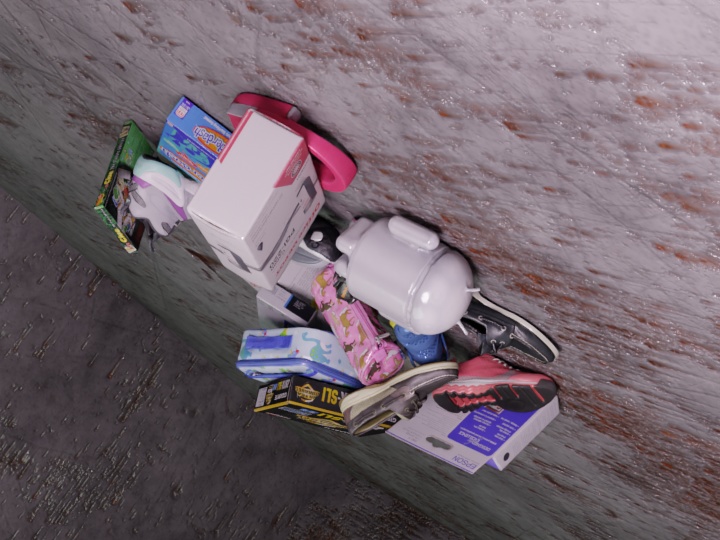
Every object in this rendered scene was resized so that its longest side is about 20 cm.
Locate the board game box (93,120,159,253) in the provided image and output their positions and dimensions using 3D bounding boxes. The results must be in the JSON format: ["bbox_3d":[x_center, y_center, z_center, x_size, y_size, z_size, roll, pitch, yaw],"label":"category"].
[{"bbox_3d":[-0.365,-0.135,1.821,0.023,0.202,0.105,-15,132,22],"label":"board game box"}]

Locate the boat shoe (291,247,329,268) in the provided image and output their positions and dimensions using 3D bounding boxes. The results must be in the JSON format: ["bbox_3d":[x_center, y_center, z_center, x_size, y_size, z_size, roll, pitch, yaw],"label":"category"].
[{"bbox_3d":[-0.095,-0.054,1.736,0.199,0.074,0.066,31,-174,42],"label":"boat shoe"}]

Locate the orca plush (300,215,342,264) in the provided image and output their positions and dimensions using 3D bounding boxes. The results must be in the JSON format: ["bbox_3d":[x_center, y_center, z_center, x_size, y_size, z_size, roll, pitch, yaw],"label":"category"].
[{"bbox_3d":[-0.079,-0.081,1.615,0.104,0.072,0.200,21,-169,-29],"label":"orca plush"}]

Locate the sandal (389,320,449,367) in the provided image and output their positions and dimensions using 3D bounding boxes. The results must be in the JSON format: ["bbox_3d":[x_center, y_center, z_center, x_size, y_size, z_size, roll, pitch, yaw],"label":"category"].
[{"bbox_3d":[0.097,0.105,1.715,0.200,0.079,0.088,55,-169,-70],"label":"sandal"}]

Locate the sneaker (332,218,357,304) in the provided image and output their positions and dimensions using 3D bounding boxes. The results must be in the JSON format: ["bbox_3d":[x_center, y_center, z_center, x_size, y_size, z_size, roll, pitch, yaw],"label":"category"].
[{"bbox_3d":[0.000,0.000,1.624,0.080,0.087,0.200,30,164,11],"label":"sneaker"}]

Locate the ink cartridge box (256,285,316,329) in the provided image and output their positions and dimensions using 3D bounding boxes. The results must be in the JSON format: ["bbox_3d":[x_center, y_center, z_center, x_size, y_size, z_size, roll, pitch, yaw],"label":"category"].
[{"bbox_3d":[-0.124,0.081,1.917,0.099,0.039,0.200,31,162,5],"label":"ink cartridge box"}]

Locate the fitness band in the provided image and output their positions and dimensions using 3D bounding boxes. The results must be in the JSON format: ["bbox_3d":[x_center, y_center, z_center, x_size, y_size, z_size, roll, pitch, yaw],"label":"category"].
[{"bbox_3d":[-0.089,-0.160,1.429,0.199,0.038,0.144,23,164,42],"label":"fitness band"}]

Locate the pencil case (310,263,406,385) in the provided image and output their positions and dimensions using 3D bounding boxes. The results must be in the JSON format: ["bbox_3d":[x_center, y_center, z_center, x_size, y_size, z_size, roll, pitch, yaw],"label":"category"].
[{"bbox_3d":[-0.007,0.078,1.751,0.082,0.087,0.201,18,-149,-47],"label":"pencil case"}]

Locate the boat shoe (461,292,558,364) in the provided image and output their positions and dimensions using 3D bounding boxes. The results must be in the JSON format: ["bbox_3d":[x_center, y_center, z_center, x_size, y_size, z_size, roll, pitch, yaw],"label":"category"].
[{"bbox_3d":[0.169,0.079,1.536,0.198,0.066,0.075,34,165,3],"label":"boat shoe"}]

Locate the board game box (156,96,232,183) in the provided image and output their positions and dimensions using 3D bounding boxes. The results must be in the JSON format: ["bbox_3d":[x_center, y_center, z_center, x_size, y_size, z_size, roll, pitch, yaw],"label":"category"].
[{"bbox_3d":[-0.219,-0.167,1.671,0.151,0.045,0.200,37,167,-7],"label":"board game box"}]

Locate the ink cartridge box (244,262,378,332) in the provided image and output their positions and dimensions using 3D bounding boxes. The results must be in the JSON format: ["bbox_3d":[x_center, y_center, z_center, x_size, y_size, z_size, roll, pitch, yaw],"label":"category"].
[{"bbox_3d":[-0.089,0.041,1.957,0.200,0.084,0.145,42,163,-27],"label":"ink cartridge box"}]

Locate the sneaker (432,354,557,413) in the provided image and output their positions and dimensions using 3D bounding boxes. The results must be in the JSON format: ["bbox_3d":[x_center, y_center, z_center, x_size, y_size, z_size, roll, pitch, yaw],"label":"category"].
[{"bbox_3d":[0.202,0.159,1.722,0.198,0.088,0.074,-5,141,31],"label":"sneaker"}]

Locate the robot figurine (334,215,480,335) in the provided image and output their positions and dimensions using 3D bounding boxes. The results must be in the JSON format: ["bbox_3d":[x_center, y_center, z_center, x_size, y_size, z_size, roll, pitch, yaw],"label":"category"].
[{"bbox_3d":[0.061,0.007,1.456,0.199,0.113,0.171,29,141,23],"label":"robot figurine"}]

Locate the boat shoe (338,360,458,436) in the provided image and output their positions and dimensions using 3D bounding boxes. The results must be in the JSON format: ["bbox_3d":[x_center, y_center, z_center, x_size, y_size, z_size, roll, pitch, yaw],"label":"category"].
[{"bbox_3d":[0.062,0.193,1.703,0.072,0.199,0.067,26,-135,-60],"label":"boat shoe"}]

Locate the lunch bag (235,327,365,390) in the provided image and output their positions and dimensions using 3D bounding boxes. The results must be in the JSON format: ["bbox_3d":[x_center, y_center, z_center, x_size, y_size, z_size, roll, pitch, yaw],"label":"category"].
[{"bbox_3d":[-0.096,0.145,1.850,0.198,0.084,0.160,-6,155,45],"label":"lunch bag"}]

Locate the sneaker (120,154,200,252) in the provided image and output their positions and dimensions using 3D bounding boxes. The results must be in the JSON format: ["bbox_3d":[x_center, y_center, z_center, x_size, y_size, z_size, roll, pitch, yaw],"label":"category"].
[{"bbox_3d":[-0.292,-0.089,1.810,0.199,0.141,0.078,20,-173,-38],"label":"sneaker"}]

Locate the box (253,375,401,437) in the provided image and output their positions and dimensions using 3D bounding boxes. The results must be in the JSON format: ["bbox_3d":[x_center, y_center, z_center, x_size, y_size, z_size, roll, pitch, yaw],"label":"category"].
[{"bbox_3d":[-0.052,0.221,1.842,0.198,0.050,0.159,17,161,-21],"label":"box"}]

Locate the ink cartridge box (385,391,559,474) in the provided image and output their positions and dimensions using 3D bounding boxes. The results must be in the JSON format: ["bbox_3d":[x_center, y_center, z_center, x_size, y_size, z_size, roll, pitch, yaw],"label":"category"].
[{"bbox_3d":[0.172,0.234,1.763,0.197,0.199,0.044,19,136,48],"label":"ink cartridge box"}]

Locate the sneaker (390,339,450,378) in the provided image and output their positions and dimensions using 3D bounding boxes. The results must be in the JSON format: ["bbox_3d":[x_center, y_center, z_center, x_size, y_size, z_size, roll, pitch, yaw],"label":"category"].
[{"bbox_3d":[0.059,0.142,1.888,0.198,0.084,0.076,5,117,34],"label":"sneaker"}]

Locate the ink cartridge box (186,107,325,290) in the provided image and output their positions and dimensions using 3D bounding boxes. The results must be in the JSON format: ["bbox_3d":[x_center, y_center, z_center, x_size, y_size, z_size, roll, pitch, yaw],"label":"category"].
[{"bbox_3d":[-0.121,-0.080,1.386,0.084,0.147,0.200,28,167,12],"label":"ink cartridge box"}]
